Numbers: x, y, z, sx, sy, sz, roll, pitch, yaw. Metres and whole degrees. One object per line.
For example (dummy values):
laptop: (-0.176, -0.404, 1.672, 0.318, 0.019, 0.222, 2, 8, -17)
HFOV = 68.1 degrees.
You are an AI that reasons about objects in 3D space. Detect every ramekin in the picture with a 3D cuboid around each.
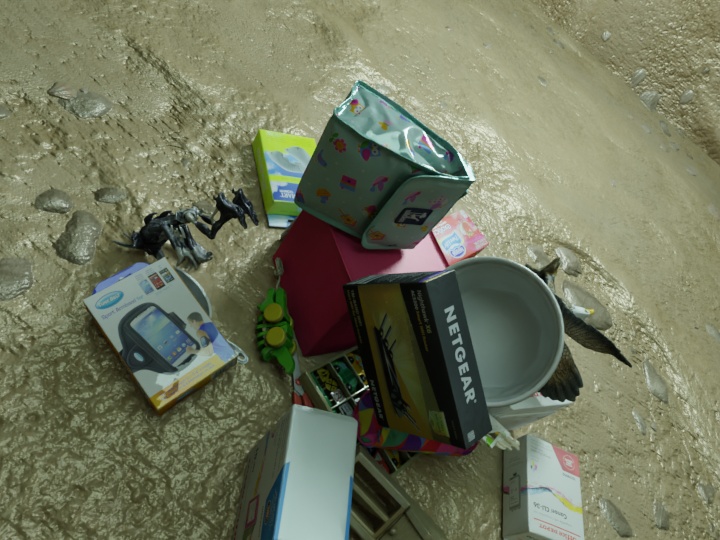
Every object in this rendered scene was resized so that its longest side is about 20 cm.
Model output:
ramekin: (0.178, 0.090, 0.747, 0.200, 0.200, 0.105, 65, 11, 21)

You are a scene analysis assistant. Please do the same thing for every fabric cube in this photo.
fabric cube: (0.000, 0.000, 0.871, 0.200, 0.199, 0.197, -4, 60, -34)

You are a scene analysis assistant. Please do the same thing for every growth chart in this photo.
growth chart: (0.155, 0.203, 0.762, 0.145, 0.018, 0.200, 46, 11, 36)

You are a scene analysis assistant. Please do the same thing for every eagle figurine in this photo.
eagle figurine: (0.303, 0.083, 0.819, 0.152, 0.151, 0.200, 52, 25, -54)

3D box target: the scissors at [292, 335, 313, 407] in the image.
scissors: (-0.098, 0.182, 0.808, 0.073, 0.014, 0.200, -10, 66, -35)

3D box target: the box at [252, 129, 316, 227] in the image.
box: (-0.130, -0.173, 1.015, 0.122, 0.048, 0.200, 2, 57, -30)

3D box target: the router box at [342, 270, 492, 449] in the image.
router box: (0.065, 0.104, 0.656, 0.052, 0.157, 0.200, -20, 99, -37)

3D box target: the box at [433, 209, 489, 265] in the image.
box: (0.148, -0.034, 1.054, 0.200, 0.100, 0.096, -25, 74, -41)

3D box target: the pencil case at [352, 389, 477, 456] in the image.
pencil case: (0.085, 0.230, 0.798, 0.200, 0.088, 0.089, 16, 51, -31)

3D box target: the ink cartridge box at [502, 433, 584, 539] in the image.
ink cartridge box: (0.299, 0.389, 0.873, 0.116, 0.068, 0.200, 26, 49, -14)

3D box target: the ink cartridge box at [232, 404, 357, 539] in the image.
ink cartridge box: (-0.084, 0.268, 0.633, 0.084, 0.200, 0.145, 18, 51, -16)

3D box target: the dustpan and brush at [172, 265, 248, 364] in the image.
dustpan and brush: (-0.246, 0.078, 0.757, 0.200, 0.057, 0.140, 39, 47, -3)

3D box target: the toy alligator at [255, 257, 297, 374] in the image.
toy alligator: (-0.139, 0.072, 0.837, 0.054, 0.059, 0.200, -15, 61, 6)

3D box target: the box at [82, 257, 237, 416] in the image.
box: (-0.269, 0.074, 0.706, 0.119, 0.041, 0.200, -34, 80, -29)

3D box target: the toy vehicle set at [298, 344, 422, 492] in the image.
toy vehicle set: (0.005, 0.223, 0.826, 0.124, 0.027, 0.200, -21, 72, -45)

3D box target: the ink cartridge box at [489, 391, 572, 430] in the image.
ink cartridge box: (0.236, 0.168, 0.936, 0.147, 0.145, 0.200, 5, 57, -30)

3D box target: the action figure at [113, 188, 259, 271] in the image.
action figure: (-0.259, -0.050, 0.798, 0.119, 0.200, 0.102, -79, 150, -73)

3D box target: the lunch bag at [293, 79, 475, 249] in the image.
lunch bag: (0.033, -0.122, 0.725, 0.200, 0.170, 0.122, 31, 47, -6)

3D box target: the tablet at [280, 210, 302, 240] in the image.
tablet: (-0.044, -0.098, 0.911, 0.130, 0.200, 0.014, -5, 71, -34)

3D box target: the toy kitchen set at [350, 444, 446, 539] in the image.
toy kitchen set: (0.004, 0.363, 0.652, 0.163, 0.200, 0.180, -44, 89, -2)
